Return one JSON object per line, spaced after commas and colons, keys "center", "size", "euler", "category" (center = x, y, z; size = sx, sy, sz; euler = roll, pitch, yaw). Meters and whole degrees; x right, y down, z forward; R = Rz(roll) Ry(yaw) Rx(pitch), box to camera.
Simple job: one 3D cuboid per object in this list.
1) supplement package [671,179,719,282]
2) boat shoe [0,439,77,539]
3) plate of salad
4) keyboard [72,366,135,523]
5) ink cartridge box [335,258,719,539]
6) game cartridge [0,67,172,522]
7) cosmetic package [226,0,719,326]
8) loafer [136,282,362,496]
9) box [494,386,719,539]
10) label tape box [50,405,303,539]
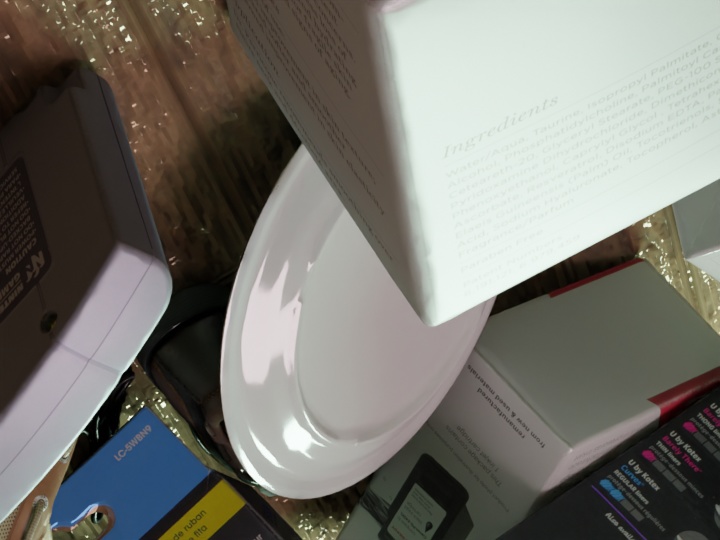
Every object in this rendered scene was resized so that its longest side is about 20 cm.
{"center": [0.221, -0.051, 1.314], "size": [0.121, 0.120, 0.200], "euler": [-20, 156, 22], "category": "supplement package"}
{"center": [-0.153, 0.109, 1.166], "size": [0.072, 0.076, 0.201], "euler": [26, 79, -39], "category": "boat shoe"}
{"center": [0.000, 0.000, 1.252], "size": [0.200, 0.048, 0.201], "euler": [-35, 137, -41], "category": "plate of salad"}
{"center": [-0.151, 0.081, 1.284], "size": [0.127, 0.021, 0.200], "euler": [-18, 147, -24], "category": "keyboard"}
{"center": [0.077, 0.104, 1.443], "size": [0.145, 0.083, 0.200], "euler": [-21, 149, -45], "category": "ink cartridge box"}
{"center": [-0.147, 0.034, 1.108], "size": [0.041, 0.133, 0.200], "euler": [29, 116, -31], "category": "game cartridge"}
{"center": [0.047, -0.122, 1.034], "size": [0.166, 0.168, 0.200], "euler": [-27, 150, -9], "category": "cosmetic package"}
{"center": [-0.040, 0.072, 1.331], "size": [0.072, 0.063, 0.200], "euler": [-37, 149, 6], "category": "loafer"}
{"center": [0.138, 0.154, 1.381], "size": [0.200, 0.106, 0.122], "euler": [-31, 156, -29], "category": "box"}
{"center": [-0.077, 0.172, 1.321], "size": [0.144, 0.200, 0.063], "euler": [-42, -172, 4], "category": "label tape box"}
